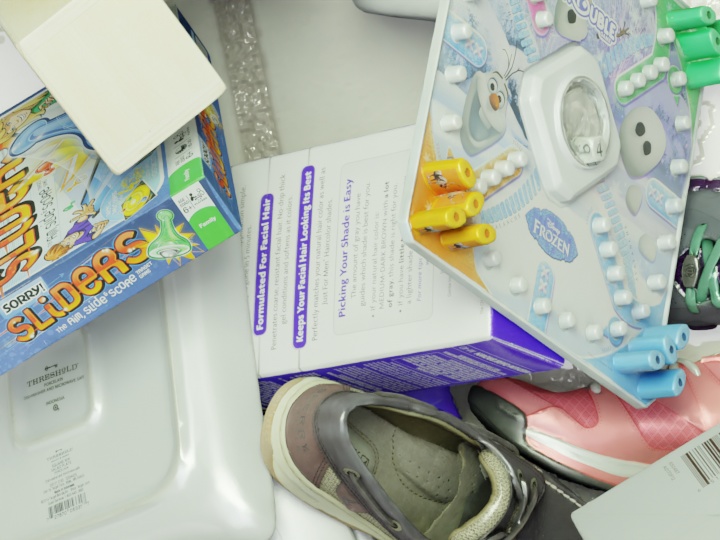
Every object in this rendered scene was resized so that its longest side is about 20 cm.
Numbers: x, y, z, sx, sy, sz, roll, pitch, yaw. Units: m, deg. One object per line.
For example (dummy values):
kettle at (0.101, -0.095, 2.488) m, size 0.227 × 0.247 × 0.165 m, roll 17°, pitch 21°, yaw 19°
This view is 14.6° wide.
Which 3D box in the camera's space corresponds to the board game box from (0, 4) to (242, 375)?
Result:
board game box at (-0.127, -0.040, 1.311) m, size 0.135 × 0.200 × 0.035 m, roll -31°, pitch 117°, yaw 8°

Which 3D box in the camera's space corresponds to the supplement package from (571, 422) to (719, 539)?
supplement package at (0.218, 0.178, 1.254) m, size 0.151 × 0.151 × 0.201 m, roll -31°, pitch 122°, yaw 0°

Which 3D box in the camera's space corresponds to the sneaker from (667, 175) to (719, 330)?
sneaker at (0.197, -0.006, 1.325) m, size 0.198 × 0.088 × 0.075 m, roll 1°, pitch 94°, yaw 7°

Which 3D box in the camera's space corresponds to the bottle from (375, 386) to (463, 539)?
bottle at (0.039, 0.147, 1.366) m, size 0.083 × 0.065 × 0.201 m, roll -24°, pitch 91°, yaw 2°

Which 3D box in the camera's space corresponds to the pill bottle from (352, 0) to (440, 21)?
pill bottle at (0.059, -0.216, 1.316) m, size 0.111 × 0.112 × 0.202 m, roll 7°, pitch 94°, yaw 7°

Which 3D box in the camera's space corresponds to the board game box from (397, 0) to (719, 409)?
board game box at (0.100, -0.067, 1.254) m, size 0.026 × 0.200 × 0.201 m, roll -6°, pitch 63°, yaw 38°

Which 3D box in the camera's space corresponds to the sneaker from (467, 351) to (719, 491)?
sneaker at (0.151, 0.073, 1.354) m, size 0.199 × 0.074 × 0.087 m, roll 18°, pitch 86°, yaw -1°

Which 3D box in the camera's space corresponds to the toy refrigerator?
toy refrigerator at (-0.124, -0.116, 1.286) m, size 0.070 × 0.200 × 0.076 m, roll -38°, pitch 111°, yaw -1°

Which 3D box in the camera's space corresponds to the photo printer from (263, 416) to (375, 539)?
photo printer at (-0.075, 0.163, 1.348) m, size 0.199 × 0.069 × 0.167 m, roll -22°, pitch 91°, yaw 30°

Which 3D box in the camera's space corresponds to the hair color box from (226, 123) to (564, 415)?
hair color box at (0.000, 0.000, 1.304) m, size 0.199 × 0.065 × 0.110 m, roll -10°, pitch 70°, yaw 37°

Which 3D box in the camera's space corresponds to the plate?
plate at (-0.137, 0.058, 1.329) m, size 0.199 × 0.032 × 0.201 m, roll -21°, pitch 65°, yaw 28°

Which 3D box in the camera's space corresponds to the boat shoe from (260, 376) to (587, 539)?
boat shoe at (0.046, 0.107, 1.287) m, size 0.199 × 0.065 × 0.072 m, roll 31°, pitch 75°, yaw -28°
